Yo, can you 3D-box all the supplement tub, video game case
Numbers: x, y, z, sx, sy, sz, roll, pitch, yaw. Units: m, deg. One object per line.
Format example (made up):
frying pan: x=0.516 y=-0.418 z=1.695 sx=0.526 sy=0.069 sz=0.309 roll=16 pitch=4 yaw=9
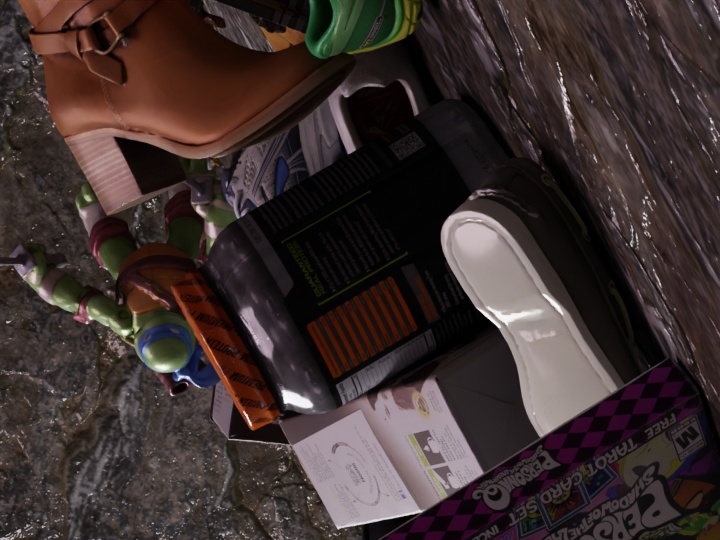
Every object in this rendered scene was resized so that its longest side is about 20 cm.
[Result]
supplement tub: x=0.000 y=0.000 z=1.530 sx=0.123 sy=0.199 sz=0.123 roll=60 pitch=175 yaw=9
video game case: x=0.105 y=0.159 z=1.396 sx=0.036 sy=0.199 sz=0.182 roll=52 pitch=170 yaw=44

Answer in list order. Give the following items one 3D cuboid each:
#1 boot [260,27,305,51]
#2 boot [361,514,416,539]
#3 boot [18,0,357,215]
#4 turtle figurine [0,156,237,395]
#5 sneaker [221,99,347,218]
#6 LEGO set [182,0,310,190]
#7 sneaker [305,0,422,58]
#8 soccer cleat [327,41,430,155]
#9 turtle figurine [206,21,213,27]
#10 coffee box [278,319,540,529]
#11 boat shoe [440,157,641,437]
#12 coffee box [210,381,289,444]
boot: x=-0.057 y=-0.209 z=1.742 sx=0.144 sy=0.071 sz=0.202 roll=41 pitch=163 yaw=56
boot: x=0.059 y=0.186 z=1.603 sx=0.163 sy=0.073 sz=0.199 roll=100 pitch=156 yaw=-56
boot: x=-0.108 y=-0.134 z=1.529 sx=0.074 sy=0.199 sz=0.156 roll=-24 pitch=-90 yaw=-61
turtle figurine: x=-0.148 y=-0.032 z=1.749 sx=0.199 sy=0.144 sz=0.194 roll=35 pitch=-163 yaw=-19
sneaker: x=-0.043 y=-0.037 z=1.688 sx=0.077 sy=0.085 sz=0.202 roll=44 pitch=-135 yaw=-61
LEGO set: x=-0.066 y=-0.156 z=1.635 sx=0.115 sy=0.201 sz=0.154 roll=20 pitch=-169 yaw=-2
sneaker: x=-0.033 y=-0.197 z=1.422 sx=0.201 sy=0.083 sz=0.074 roll=64 pitch=174 yaw=-26
soccer cleat: x=0.026 y=-0.053 z=1.648 sx=0.087 sy=0.069 sz=0.201 roll=-96 pitch=-17 yaw=-60
turtle figurine: x=-0.056 y=-0.119 z=1.898 sx=0.199 sy=0.151 sz=0.101 roll=4 pitch=-157 yaw=-46
coffee box: x=0.052 y=0.083 z=1.578 sx=0.080 sy=0.113 sz=0.200 roll=61 pitch=150 yaw=-4
boat shoe: x=0.112 y=0.034 z=1.412 sx=0.072 sy=0.060 sz=0.202 roll=-6 pitch=123 yaw=42
coffee box: x=-0.030 y=0.015 z=1.814 sx=0.080 sy=0.112 sz=0.202 roll=-147 pitch=65 yaw=-75
